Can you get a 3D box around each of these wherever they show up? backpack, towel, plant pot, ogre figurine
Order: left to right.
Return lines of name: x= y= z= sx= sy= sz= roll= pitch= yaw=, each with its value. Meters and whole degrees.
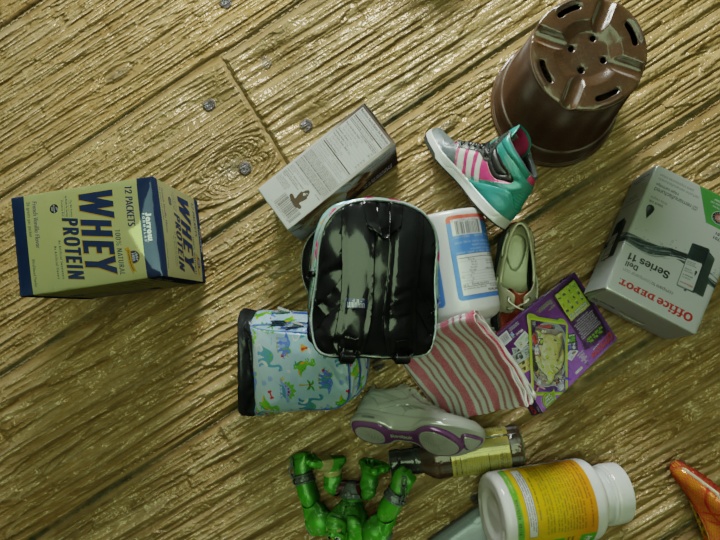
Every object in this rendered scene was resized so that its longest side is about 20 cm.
backpack: x=-0.083 y=0.137 z=0.937 sx=0.196 sy=0.154 sz=0.166 roll=0 pitch=92 yaw=-9
ogre figurine: x=-0.015 y=0.336 z=0.930 sx=0.196 sy=0.098 sz=0.122 roll=0 pitch=88 yaw=7
backpack: x=0.015 y=0.006 z=0.835 sx=0.174 sy=0.151 sz=0.204 roll=2 pitch=98 yaw=-8
towel: x=0.135 y=0.142 z=0.889 sx=0.030 sy=0.199 sz=0.147 roll=-39 pitch=95 yaw=-38
plant pot: x=0.295 y=-0.270 z=0.899 sx=0.196 sy=0.198 sz=0.204 roll=0 pitch=85 yaw=4

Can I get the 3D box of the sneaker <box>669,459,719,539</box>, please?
sneaker: x=0.509 y=0.360 z=0.904 sx=0.077 sy=0.073 sz=0.201 roll=-41 pitch=81 yaw=11

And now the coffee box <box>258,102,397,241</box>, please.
coffee box: x=-0.044 y=-0.143 z=0.959 sx=0.199 sy=0.114 sz=0.080 roll=-38 pitch=84 yaw=0

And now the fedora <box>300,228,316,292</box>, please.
fedora: x=0.000 y=0.000 z=0.956 sx=0.199 sy=0.090 sz=0.178 roll=37 pitch=90 yaw=6

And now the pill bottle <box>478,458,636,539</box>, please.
pill bottle: x=0.275 y=0.327 z=0.893 sx=0.196 sy=0.111 sz=0.113 roll=-5 pitch=85 yaw=-11

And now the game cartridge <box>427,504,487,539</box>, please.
game cartridge: x=0.192 y=0.461 z=0.938 sx=0.132 sy=0.042 sz=0.201 roll=-34 pitch=84 yaw=-3

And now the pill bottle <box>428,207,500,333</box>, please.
pill bottle: x=0.143 y=0.019 z=0.934 sx=0.110 sy=0.112 sz=0.204 roll=-9 pitch=86 yaw=4

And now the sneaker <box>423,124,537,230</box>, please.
sneaker: x=0.185 y=-0.170 z=0.926 sx=0.121 sy=0.083 sz=0.201 roll=-47 pitch=61 yaw=21

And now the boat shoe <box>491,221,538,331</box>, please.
boat shoe: x=0.233 y=0.028 z=0.951 sx=0.070 sy=0.063 sz=0.204 roll=2 pitch=87 yaw=3

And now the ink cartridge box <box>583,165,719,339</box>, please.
ink cartridge box: x=0.435 y=-0.023 z=0.917 sx=0.145 sy=0.083 sz=0.202 roll=26 pitch=82 yaw=3

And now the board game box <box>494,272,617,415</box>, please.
board game box: x=0.276 y=0.099 z=0.906 sx=0.199 sy=0.032 sz=0.121 roll=-30 pitch=82 yaw=-33

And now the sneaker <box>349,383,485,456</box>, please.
sneaker: x=0.086 y=0.207 z=0.923 sx=0.197 sy=0.076 sz=0.100 roll=6 pitch=42 yaw=20

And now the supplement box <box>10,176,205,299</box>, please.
supplement box: x=-0.355 y=-0.039 z=0.932 sx=0.196 sy=0.200 sz=0.137 roll=-8 pitch=86 yaw=3

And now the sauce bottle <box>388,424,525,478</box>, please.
sauce bottle: x=0.140 y=0.272 z=0.941 sx=0.196 sy=0.065 sz=0.066 roll=-8 pitch=85 yaw=5
